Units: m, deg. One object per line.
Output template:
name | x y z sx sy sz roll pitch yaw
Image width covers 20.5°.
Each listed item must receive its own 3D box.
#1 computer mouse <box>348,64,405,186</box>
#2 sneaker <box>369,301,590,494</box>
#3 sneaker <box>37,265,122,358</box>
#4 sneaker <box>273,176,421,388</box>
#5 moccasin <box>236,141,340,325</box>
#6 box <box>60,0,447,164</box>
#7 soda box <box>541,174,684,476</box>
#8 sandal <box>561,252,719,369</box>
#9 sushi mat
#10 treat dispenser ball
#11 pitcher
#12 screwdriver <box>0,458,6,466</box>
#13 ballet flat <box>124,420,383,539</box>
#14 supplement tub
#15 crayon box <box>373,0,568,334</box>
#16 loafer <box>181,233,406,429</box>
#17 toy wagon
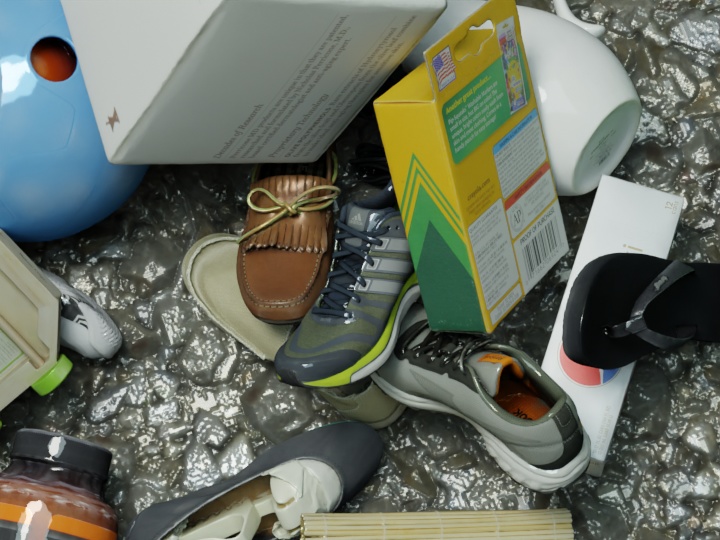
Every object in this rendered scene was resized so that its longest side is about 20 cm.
computer mouse | 0.012 -0.143 1.407 0.046 0.140 0.201 -27 114 -33
sneaker | 0.074 0.066 1.347 0.200 0.080 0.074 32 62 30
sneaker | -0.279 0.039 1.461 0.199 0.075 0.115 29 89 6
sneaker | 0.000 0.000 1.347 0.074 0.081 0.200 8 46 36
moccasin | -0.047 -0.046 1.417 0.073 0.078 0.202 7 48 9
box | -0.084 -0.202 1.318 0.171 0.200 0.200 -3 62 -34
soda box | 0.171 0.039 1.416 0.063 0.068 0.201 16 77 9
sandal | 0.211 0.023 1.361 0.043 0.200 0.077 5 100 47
sushi mat | 0.056 0.208 1.367 0.199 0.012 0.096 0 61 -15
treat dispenser ball | -0.241 -0.121 1.431 0.200 0.201 0.202 -1 75 5
pitcher | 0.119 -0.160 1.454 0.200 0.121 0.172 37 79 25
screwdriver | -0.347 0.102 1.475 0.199 0.029 0.028 25 78 8
ballet flat | -0.072 0.171 1.402 0.199 0.073 0.073 -23 74 1
supplement tub | -0.230 0.215 1.389 0.106 0.107 0.201 11 77 9
crayon box | 0.074 -0.075 1.330 0.051 0.201 0.126 3 29 34
loafer | -0.047 0.035 1.438 0.200 0.068 0.076 35 81 13
toy wagon | -0.307 0.057 1.403 0.200 0.040 0.155 -39 105 10
